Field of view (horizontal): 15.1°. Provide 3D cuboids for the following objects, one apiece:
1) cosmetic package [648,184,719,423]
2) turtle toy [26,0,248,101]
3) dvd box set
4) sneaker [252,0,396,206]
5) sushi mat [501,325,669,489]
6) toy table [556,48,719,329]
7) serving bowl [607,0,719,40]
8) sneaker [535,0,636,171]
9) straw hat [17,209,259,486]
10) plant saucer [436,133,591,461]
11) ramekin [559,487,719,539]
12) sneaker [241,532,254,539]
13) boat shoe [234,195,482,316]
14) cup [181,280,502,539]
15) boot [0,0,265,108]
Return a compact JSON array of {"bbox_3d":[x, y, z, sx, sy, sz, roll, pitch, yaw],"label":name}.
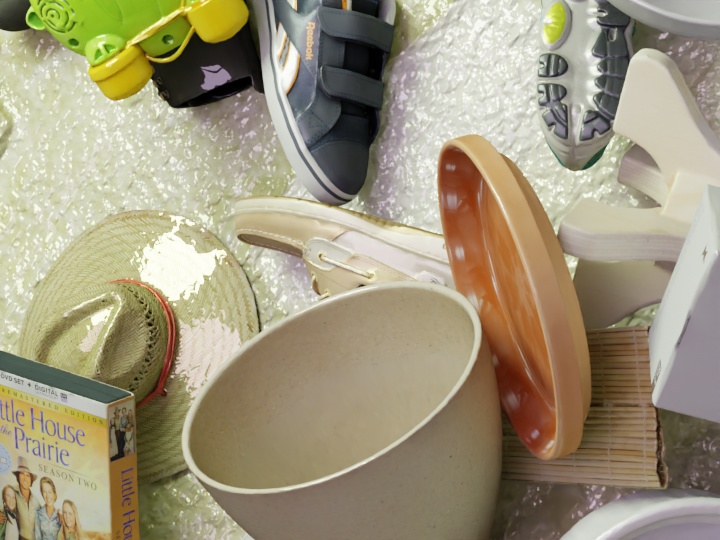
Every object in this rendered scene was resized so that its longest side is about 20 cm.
[{"bbox_3d":[0.271,0.038,1.527,0.200,0.081,0.113,17,122,-5],"label":"cosmetic package"},{"bbox_3d":[-0.134,-0.214,1.783,0.200,0.101,0.146,-30,107,8],"label":"turtle toy"},{"bbox_3d":[-0.207,0.163,1.831,0.146,0.029,0.200,16,114,38],"label":"dvd box set"},{"bbox_3d":[-0.019,-0.146,1.793,0.079,0.078,0.200,-21,74,29],"label":"sneaker"},{"bbox_3d":[0.131,0.084,1.665,0.200,0.012,0.096,-6,86,64],"label":"sushi mat"},{"bbox_3d":[0.198,-0.033,1.631,0.117,0.184,0.200,20,104,14],"label":"toy table"},{"bbox_3d":[0.211,-0.223,1.664,0.200,0.066,0.200,1,67,-3],"label":"serving bowl"},{"bbox_3d":[0.143,-0.158,1.715,0.077,0.080,0.200,9,71,8],"label":"sneaker"},{"bbox_3d":[-0.174,0.053,1.846,0.201,0.085,0.202,-3,84,27],"label":"straw hat"},{"bbox_3d":[0.094,0.014,1.624,0.032,0.200,0.201,-16,75,-11],"label":"plant saucer"},{"bbox_3d":[0.190,0.223,1.600,0.200,0.098,0.201,-1,98,-6],"label":"ramekin"},{"bbox_3d":[-0.083,0.251,1.786,0.076,0.081,0.200,26,95,28],"label":"sneaker"},{"bbox_3d":[0.000,0.000,1.772,0.200,0.074,0.069,14,86,26],"label":"boat shoe"},{"bbox_3d":[0.008,0.123,1.690,0.200,0.200,0.143,-11,123,25],"label":"cup"},{"bbox_3d":[-0.165,-0.162,1.873,0.200,0.077,0.139,-17,83,25],"label":"boot"}]
